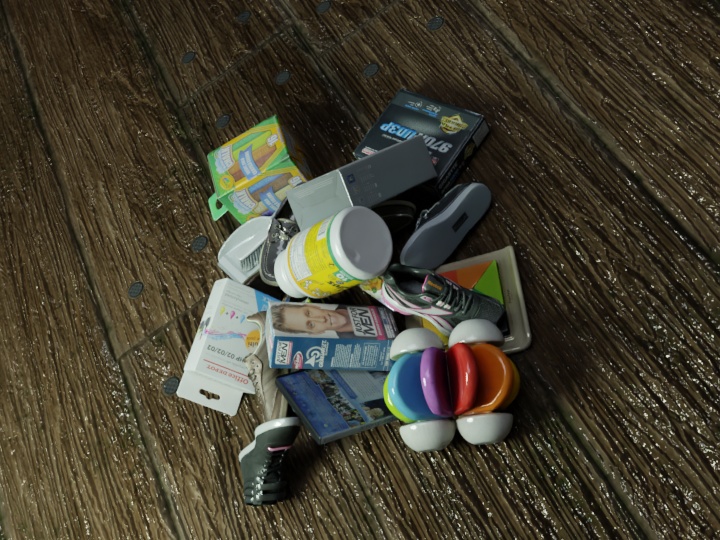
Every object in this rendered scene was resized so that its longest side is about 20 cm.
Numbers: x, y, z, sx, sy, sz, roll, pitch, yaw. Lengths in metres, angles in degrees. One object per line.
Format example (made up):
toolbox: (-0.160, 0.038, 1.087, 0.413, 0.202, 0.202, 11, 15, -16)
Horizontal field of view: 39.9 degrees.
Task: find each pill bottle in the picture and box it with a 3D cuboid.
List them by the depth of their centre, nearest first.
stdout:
pill bottle: (-0.049, -0.020, 1.546, 0.199, 0.112, 0.114, -22, 46, 50)

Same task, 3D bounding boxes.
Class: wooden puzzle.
wooden puzzle: (0.159, 0.060, 1.548, 0.198, 0.037, 0.187, -18, 54, 17)

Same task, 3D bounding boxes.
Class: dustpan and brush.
dustpan and brush: (-0.169, -0.066, 1.788, 0.200, 0.057, 0.139, -46, 50, -8)

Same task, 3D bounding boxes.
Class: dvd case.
dvd case: (-0.011, 0.185, 1.491, 0.198, 0.018, 0.143, -13, 40, -30)

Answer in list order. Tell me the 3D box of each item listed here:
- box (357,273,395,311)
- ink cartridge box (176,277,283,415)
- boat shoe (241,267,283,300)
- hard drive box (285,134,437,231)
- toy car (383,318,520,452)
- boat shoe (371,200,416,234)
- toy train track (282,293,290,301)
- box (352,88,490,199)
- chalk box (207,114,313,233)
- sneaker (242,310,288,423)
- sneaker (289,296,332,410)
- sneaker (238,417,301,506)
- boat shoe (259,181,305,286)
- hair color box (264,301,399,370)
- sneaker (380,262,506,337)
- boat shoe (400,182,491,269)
box: (0.000, 0.000, 1.619, 0.199, 0.041, 0.039, 35, 106, 30)
ink cartridge box: (-0.212, 0.128, 1.626, 0.068, 0.114, 0.202, -9, 60, 65)
boat shoe: (-0.205, 0.070, 1.717, 0.201, 0.072, 0.076, -52, 19, -9)
hard drive box: (0.002, -0.144, 1.637, 0.199, 0.078, 0.155, -28, 8, -37)
toy car: (0.124, 0.159, 1.400, 0.197, 0.150, 0.177, -9, 76, 11)
boat shoe: (0.006, -0.064, 1.689, 0.200, 0.072, 0.061, -17, 55, 25)
toy train track: (-0.116, 0.054, 1.694, 0.202, 0.032, 0.115, -67, 14, -10)
box: (0.107, -0.227, 1.754, 0.199, 0.046, 0.160, 27, 75, 37)
chalk box: (-0.200, -0.167, 1.829, 0.199, 0.124, 0.125, -29, 50, 8)
sneaker: (-0.154, 0.165, 1.588, 0.075, 0.070, 0.203, 5, 80, -13)
sneaker: (-0.084, 0.142, 1.617, 0.076, 0.075, 0.202, -29, 46, 50)
sneaker: (-0.129, 0.293, 1.487, 0.200, 0.070, 0.100, 127, 137, -51)
boat shoe: (-0.126, -0.067, 1.698, 0.071, 0.065, 0.201, 15, 57, 6)
hair color box: (-0.044, 0.101, 1.531, 0.197, 0.061, 0.100, 2, 29, -13)
sneaker: (0.118, 0.043, 1.490, 0.198, 0.087, 0.081, 14, 67, 15)
boat shoe: (0.127, -0.075, 1.624, 0.200, 0.074, 0.068, -49, 33, -15)
